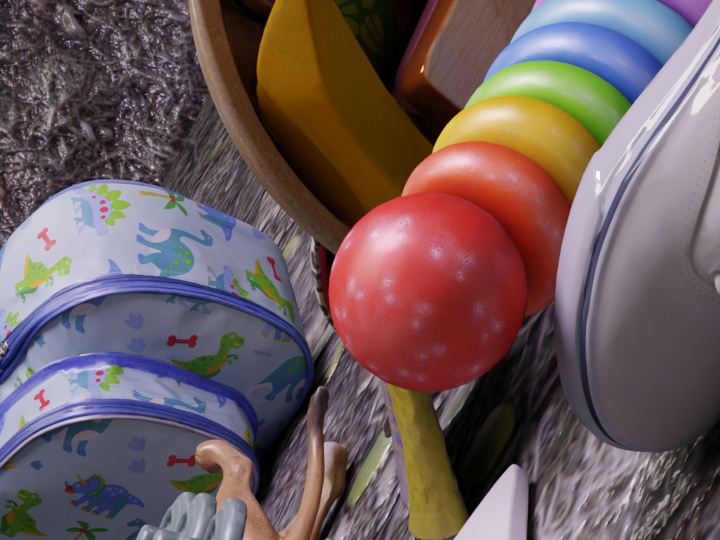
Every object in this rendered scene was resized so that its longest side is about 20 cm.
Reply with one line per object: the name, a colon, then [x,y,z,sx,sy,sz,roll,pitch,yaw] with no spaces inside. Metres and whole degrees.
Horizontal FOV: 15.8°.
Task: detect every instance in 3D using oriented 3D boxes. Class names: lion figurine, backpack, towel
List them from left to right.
backpack: [-0.124,0.065,1.367,0.200,0.183,0.147,-52,35,30]
lion figurine: [-0.074,0.149,1.149,0.200,0.072,0.122,-51,19,28]
towel: [0.000,0.000,0.947,0.023,0.200,0.144,-17,10,1]

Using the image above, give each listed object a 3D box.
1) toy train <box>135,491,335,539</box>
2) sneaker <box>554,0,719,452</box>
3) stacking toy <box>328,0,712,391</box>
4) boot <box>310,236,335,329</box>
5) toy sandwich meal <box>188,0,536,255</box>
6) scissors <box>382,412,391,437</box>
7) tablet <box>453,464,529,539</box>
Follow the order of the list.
toy train: [-0.043,0.140,0.891,0.200,0.085,0.114,163,127,-77]
sneaker: [0.110,-0.027,0.666,0.200,0.073,0.071,-67,28,26]
stacking toy: [0.052,-0.031,0.758,0.200,0.085,0.085,-42,-8,-46]
boot: [0.014,-0.078,1.191,0.154,0.073,0.204,-79,-11,-56]
toy sandwich meal: [0.030,-0.078,0.868,0.070,0.205,0.205,-24,32,42]
scissors: [0.047,0.013,1.042,0.200,0.073,0.014,95,158,-56]
tablet: [-0.001,0.167,0.859,0.200,0.014,0.130,-57,10,24]
